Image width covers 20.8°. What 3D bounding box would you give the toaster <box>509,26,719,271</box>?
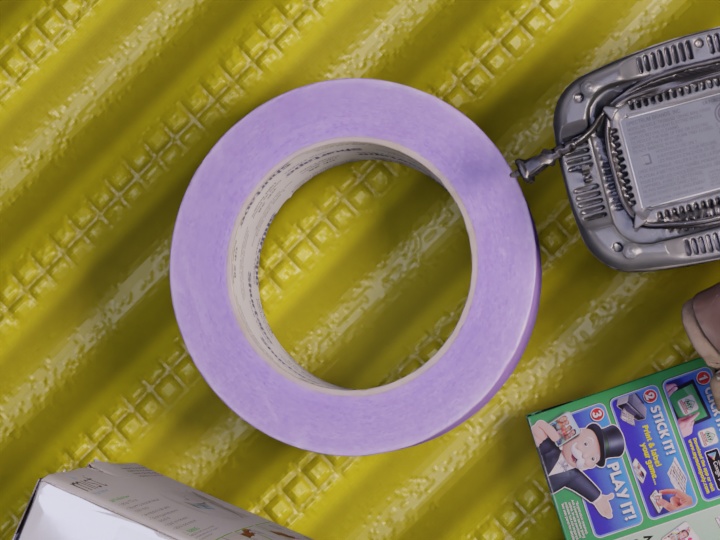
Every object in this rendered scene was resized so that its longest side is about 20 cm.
[{"bbox_3d":[0.180,-0.059,1.034,0.198,0.129,0.115,-16,84,5],"label":"toaster"}]

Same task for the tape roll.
[{"bbox_3d":[0.000,0.000,1.077,0.198,0.085,0.202,0,87,8],"label":"tape roll"}]

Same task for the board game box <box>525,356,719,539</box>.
[{"bbox_3d":[0.180,0.150,1.041,0.133,0.029,0.202,-18,65,5],"label":"board game box"}]

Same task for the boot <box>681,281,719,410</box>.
[{"bbox_3d":[0.253,0.044,1.013,0.145,0.200,0.071,-17,49,19],"label":"boot"}]

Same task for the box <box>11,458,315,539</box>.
[{"bbox_3d":[-0.079,0.175,1.018,0.175,0.200,0.097,21,90,7],"label":"box"}]
